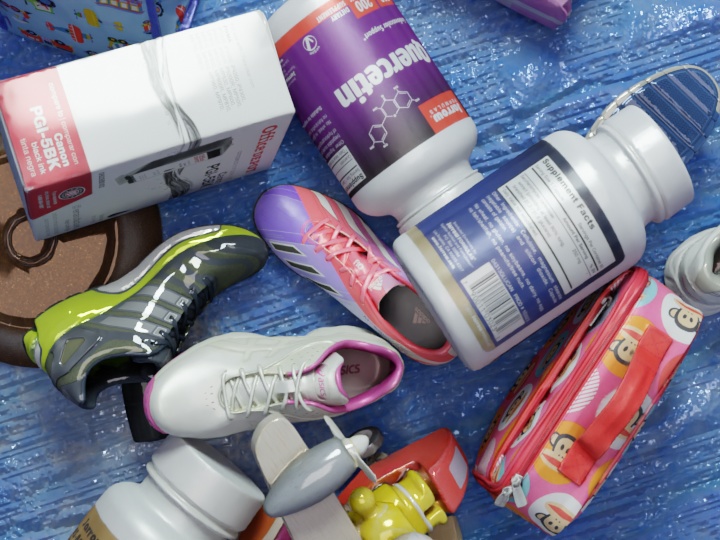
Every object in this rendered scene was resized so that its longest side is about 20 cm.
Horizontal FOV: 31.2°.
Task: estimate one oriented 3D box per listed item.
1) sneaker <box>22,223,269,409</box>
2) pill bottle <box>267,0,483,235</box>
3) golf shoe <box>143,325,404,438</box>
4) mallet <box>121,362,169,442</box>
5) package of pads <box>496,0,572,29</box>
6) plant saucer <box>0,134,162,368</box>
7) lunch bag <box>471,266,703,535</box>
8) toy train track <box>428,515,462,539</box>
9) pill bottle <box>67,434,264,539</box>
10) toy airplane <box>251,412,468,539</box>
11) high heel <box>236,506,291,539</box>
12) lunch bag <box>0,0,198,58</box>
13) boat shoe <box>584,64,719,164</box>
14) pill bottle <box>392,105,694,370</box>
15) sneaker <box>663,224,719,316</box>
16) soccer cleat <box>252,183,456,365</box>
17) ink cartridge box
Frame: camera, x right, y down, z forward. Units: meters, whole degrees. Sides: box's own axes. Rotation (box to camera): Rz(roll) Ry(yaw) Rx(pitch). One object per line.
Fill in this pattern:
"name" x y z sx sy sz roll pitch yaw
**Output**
"sneaker" -0.152 0.038 0.979 0.199 0.074 0.081 -32 61 -9
"pill bottle" 0.014 -0.123 0.986 0.112 0.112 0.201 -34 88 -2
"golf shoe" -0.059 0.079 0.946 0.198 0.091 0.076 -12 93 -21
"mallet" -0.094 0.075 1.017 0.198 0.041 0.067 -20 91 -5
"package of pads" 0.098 -0.289 1.012 0.198 0.076 0.122 27 85 1
"plant saucer" -0.257 -0.024 1.020 0.197 0.037 0.203 0 88 -1
"lunch bag" 0.167 0.096 0.944 0.081 0.176 0.201 34 87 -1
"toy train track" 0.084 0.294 0.997 0.113 0.033 0.203 -15 72 16
"pill bottle" -0.166 0.225 0.969 0.114 0.114 0.201 38 88 2
"toy airplane" -0.002 0.207 0.921 0.198 0.140 0.202 12 85 -38
"high heel" -0.067 0.259 1.005 0.096 0.067 0.201 33 87 -21
"lunch bag" -0.208 -0.218 0.945 0.149 0.200 0.095 18 88 0
"boat shoe" 0.194 -0.081 1.003 0.200 0.072 0.072 -42 87 1
"pill bottle" 0.131 -0.028 0.912 0.199 0.111 0.112 -33 88 -1
"sneaker" 0.330 -0.035 0.988 0.200 0.099 0.078 -41 88 -2
"soccer cleat" 0.000 0.000 0.999 0.199 0.073 0.068 40 88 1
"ink cartridge box" -0.158 -0.103 0.945 0.198 0.147 0.084 -19 82 -14
